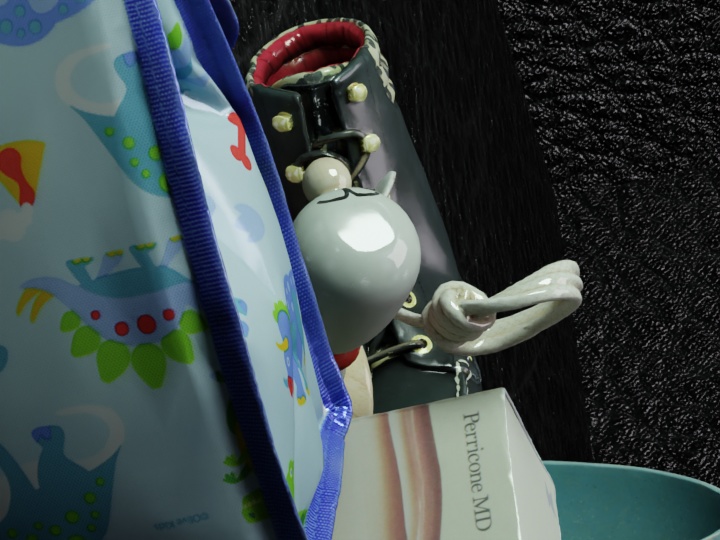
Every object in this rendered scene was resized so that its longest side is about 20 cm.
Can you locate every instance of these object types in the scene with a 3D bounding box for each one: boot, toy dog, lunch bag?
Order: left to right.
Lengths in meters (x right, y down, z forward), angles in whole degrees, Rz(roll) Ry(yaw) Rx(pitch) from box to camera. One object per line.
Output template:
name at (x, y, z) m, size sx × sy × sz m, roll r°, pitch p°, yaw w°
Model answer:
lunch bag at (-0.108, -0.005, 0.755) m, size 0.128 × 0.169 × 0.201 m, roll -86°, pitch 159°, yaw -62°
toy dog at (-0.030, 0.004, 0.981) m, size 0.131 × 0.200 × 0.097 m, roll -2°, pitch 67°, yaw -42°
boot at (-0.001, 0.000, 1.114) m, size 0.204 × 0.073 × 0.154 m, roll -92°, pitch 165°, yaw -67°

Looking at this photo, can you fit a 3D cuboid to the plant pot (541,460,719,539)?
plant pot at (0.055, 0.163, 1.151) m, size 0.200 × 0.199 × 0.136 m, roll -51°, pitch 139°, yaw -79°

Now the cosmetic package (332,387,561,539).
cosmetic package at (-0.031, 0.119, 0.975) m, size 0.087 × 0.199 × 0.104 m, roll 62°, pitch 17°, yaw -57°
